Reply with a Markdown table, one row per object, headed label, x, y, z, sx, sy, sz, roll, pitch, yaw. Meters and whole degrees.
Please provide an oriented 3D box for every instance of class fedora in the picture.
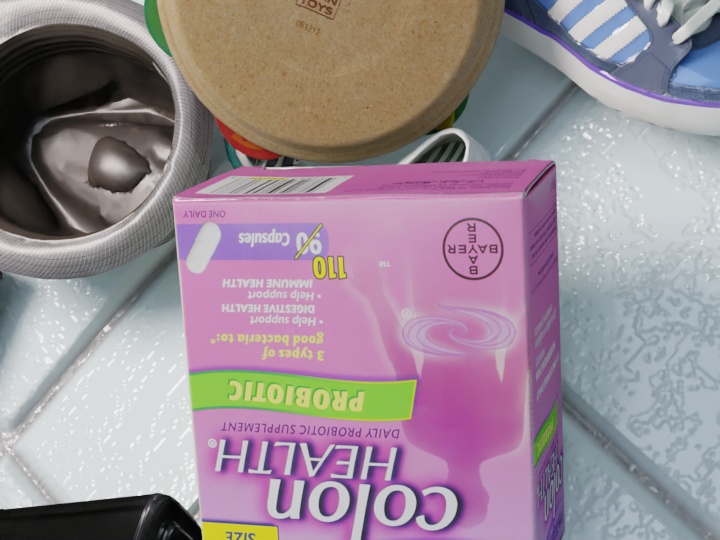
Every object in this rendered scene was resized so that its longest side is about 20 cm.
| label | x | y | z | sx | sy | sz | roll | pitch | yaw |
| --- | --- | --- | --- | --- | --- | --- | --- | --- | --- |
| fedora | -0.171 | -0.075 | 0.835 | 0.198 | 0.090 | 0.179 | 11 | 79 | 18 |

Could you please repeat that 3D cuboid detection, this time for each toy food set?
| label | x | y | z | sx | sy | sz | roll | pitch | yaw |
| --- | --- | --- | --- | --- | --- | --- | --- | --- | --- |
| toy food set | -0.020 | -0.154 | 0.738 | 0.197 | 0.049 | 0.201 | 7 | 107 | 2 |

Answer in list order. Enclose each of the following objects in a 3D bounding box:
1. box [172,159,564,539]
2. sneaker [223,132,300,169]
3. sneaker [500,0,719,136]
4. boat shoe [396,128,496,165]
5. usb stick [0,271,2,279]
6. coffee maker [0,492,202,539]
| label | x | y | z | sx | sy | sz | roll | pitch | yaw |
| --- | --- | --- | --- | --- | --- | --- | --- | --- | --- |
| box | 0.009 | 0.052 | 0.685 | 0.174 | 0.097 | 0.203 | 1 | 104 | 17 |
| sneaker | -0.071 | -0.146 | 0.844 | 0.079 | 0.077 | 0.202 | -21 | 64 | 35 |
| sneaker | 0.147 | -0.172 | 0.719 | 0.199 | 0.148 | 0.080 | 33 | 50 | 28 |
| boat shoe | 0.000 | 0.000 | 0.766 | 0.073 | 0.067 | 0.201 | 33 | 87 | 24 |
| usb stick | -0.276 | 0.082 | 0.849 | 0.055 | 0.032 | 0.202 | 8 | 74 | 54 |
| coffee maker | -0.183 | 0.176 | 0.741 | 0.197 | 0.135 | 0.195 | -6 | 72 | 17 |
